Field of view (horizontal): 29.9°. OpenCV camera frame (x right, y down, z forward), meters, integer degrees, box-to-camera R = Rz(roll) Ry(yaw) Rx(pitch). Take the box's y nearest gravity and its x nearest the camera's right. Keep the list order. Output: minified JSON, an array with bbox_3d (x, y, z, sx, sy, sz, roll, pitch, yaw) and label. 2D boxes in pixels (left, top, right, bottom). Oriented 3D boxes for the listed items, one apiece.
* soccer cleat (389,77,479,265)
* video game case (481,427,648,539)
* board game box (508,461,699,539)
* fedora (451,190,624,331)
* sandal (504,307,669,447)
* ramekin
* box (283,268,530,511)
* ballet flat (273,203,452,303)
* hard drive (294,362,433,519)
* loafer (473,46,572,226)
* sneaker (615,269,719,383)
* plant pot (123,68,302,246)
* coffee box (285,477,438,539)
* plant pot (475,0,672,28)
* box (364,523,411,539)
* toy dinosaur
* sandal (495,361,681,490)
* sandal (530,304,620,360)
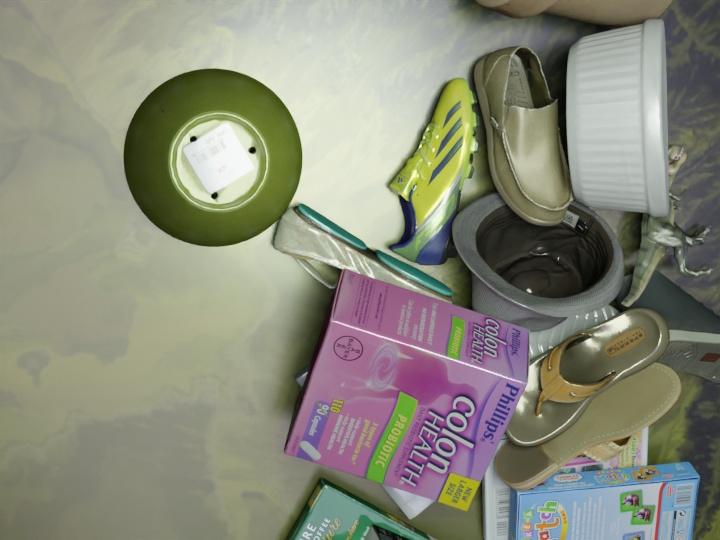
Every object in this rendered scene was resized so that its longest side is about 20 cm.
[{"bbox_3d":[0.075,-0.105,1.414,0.084,0.065,0.200,9,94,-1],"label":"soccer cleat"},{"bbox_3d":[0.220,0.199,1.457,0.182,0.024,0.200,-6,112,-7],"label":"video game case"},{"bbox_3d":[0.261,0.287,1.466,0.200,0.037,0.152,-4,116,-8],"label":"board game box"},{"bbox_3d":[0.175,0.002,1.395,0.177,0.090,0.200,38,46,19],"label":"fedora"},{"bbox_3d":[0.223,0.102,1.370,0.200,0.054,0.080,-34,73,7],"label":"sandal"},{"bbox_3d":[0.263,-0.152,1.371,0.094,0.202,0.203,-1,96,15],"label":"ramekin"},{"bbox_3d":[0.045,0.121,1.348,0.200,0.097,0.176,18,122,-4],"label":"box"},{"bbox_3d":[0.000,0.000,1.418,0.200,0.067,0.062,30,101,-3],"label":"ballet flat"},{"bbox_3d":[0.042,0.151,1.454,0.132,0.026,0.200,-39,99,-2],"label":"hard drive"},{"bbox_3d":[0.169,-0.143,1.386,0.076,0.067,0.200,-12,75,-24],"label":"loafer"},{"bbox_3d":[0.366,0.056,1.464,0.200,0.106,0.075,11,135,-32],"label":"sneaker"},{"bbox_3d":[-0.142,-0.108,1.316,0.187,0.200,0.187,-1,96,-7],"label":"plant pot"},{"bbox_3d":[0.014,0.322,1.458,0.200,0.044,0.123,28,92,-10],"label":"coffee box"},{"bbox_3d":[0.231,-0.326,1.363,0.174,0.200,0.200,21,93,-26],"label":"plant pot"},{"bbox_3d":[0.081,0.362,1.418,0.200,0.060,0.117,24,92,-10],"label":"box"},{"bbox_3d":[0.333,-0.034,1.446,0.088,0.047,0.200,23,66,-12],"label":"toy dinosaur"},{"bbox_3d":[0.244,0.169,1.413,0.212,0.078,0.070,-32,143,11],"label":"sandal"},{"bbox_3d":[0.206,0.068,1.456,0.202,0.050,0.083,8,79,-15],"label":"sandal"}]
